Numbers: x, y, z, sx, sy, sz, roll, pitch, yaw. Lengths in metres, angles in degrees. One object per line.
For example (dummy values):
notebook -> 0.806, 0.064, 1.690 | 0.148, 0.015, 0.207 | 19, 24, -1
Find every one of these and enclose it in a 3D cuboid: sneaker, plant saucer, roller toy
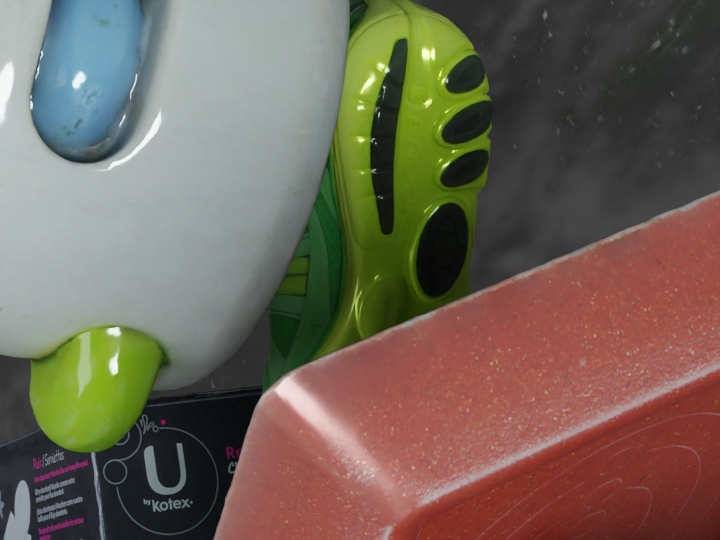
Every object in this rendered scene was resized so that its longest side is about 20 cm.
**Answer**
sneaker -> 0.000, 0.000, 0.994 | 0.084, 0.074, 0.200 | -132, 50, -60
plant saucer -> 0.048, 0.064, 0.741 | 0.037, 0.200, 0.200 | 52, 147, 25
roller toy -> -0.099, -0.061, 0.965 | 0.200, 0.140, 0.183 | -105, 36, -54

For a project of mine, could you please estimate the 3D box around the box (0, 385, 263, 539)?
box -> -0.066, 0.110, 1.115 | 0.200, 0.132, 0.115 | 158, 104, -67
